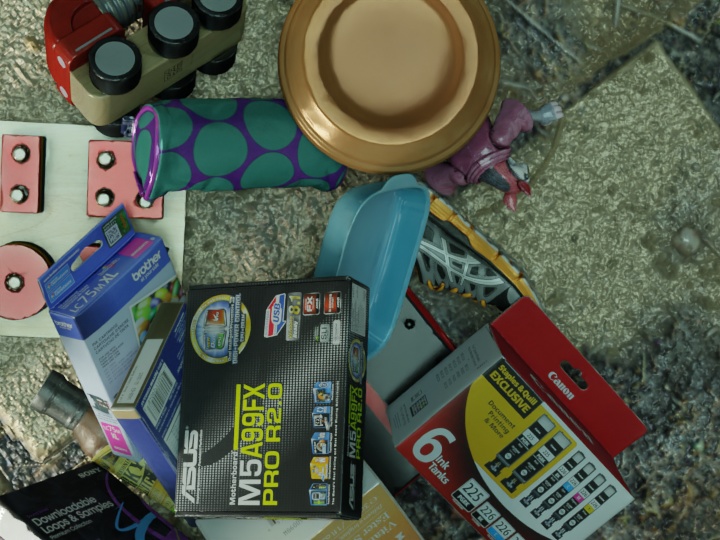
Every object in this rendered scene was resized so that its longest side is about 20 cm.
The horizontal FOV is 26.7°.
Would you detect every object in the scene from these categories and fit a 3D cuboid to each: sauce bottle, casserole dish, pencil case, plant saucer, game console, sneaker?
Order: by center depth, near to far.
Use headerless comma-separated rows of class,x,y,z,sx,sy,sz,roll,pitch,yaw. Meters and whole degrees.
plant saucer,0.026,-0.186,1.328,0.198,0.037,0.202,0,87,-1
pencil case,-0.109,-0.108,1.358,0.198,0.093,0.086,-4,54,-29
casserole dish,0.000,0.000,1.365,0.039,0.121,0.202,29,115,30
sauce bottle,-0.214,0.163,1.414,0.199,0.065,0.065,33,90,-5
sneaker,0.091,-0.007,1.432,0.200,0.078,0.077,41,96,1
game console,0.009,0.110,1.453,0.176,0.031,0.200,-39,95,4

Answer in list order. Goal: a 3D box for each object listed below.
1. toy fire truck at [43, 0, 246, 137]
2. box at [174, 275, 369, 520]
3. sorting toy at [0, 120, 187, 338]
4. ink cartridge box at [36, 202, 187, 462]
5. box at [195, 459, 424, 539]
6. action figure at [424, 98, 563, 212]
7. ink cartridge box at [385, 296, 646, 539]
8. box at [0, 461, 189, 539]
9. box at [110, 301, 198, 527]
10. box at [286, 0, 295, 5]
toy fire truck,-0.221,-0.254,1.361,0.176,0.129,0.200,-36,74,-22
box,-0.075,0.110,1.286,0.159,0.044,0.202,-3,77,24
sorting toy,-0.261,-0.034,1.394,0.198,0.070,0.201,3,93,-6
ink cartridge box,-0.202,0.056,1.339,0.119,0.042,0.201,-46,130,-36
box,-0.026,0.258,1.365,0.152,0.106,0.200,-40,133,-6
action figure,0.091,-0.141,1.379,0.134,0.149,0.200,-44,69,15
ink cartridge box,0.154,0.155,1.403,0.175,0.084,0.200,-41,109,10
box,-0.212,0.252,1.332,0.199,0.143,0.036,34,111,20
box,-0.148,0.141,1.350,0.032,0.122,0.201,-4,134,26
box,-0.081,-0.312,1.394,0.199,0.068,0.082,35,90,-7
